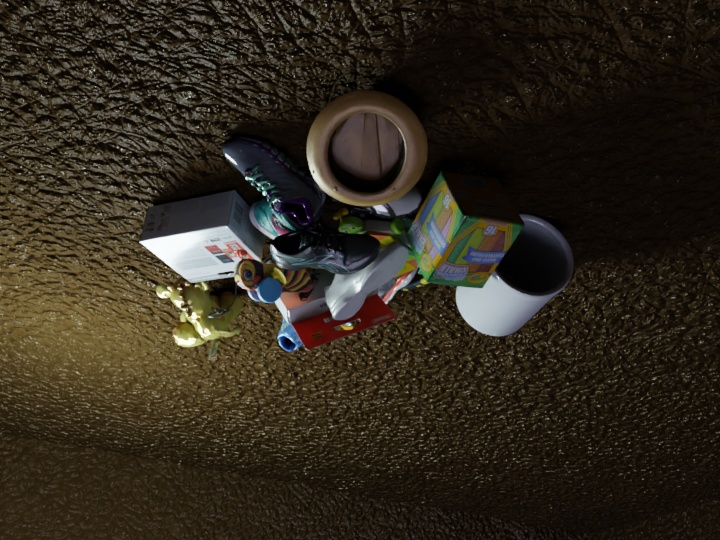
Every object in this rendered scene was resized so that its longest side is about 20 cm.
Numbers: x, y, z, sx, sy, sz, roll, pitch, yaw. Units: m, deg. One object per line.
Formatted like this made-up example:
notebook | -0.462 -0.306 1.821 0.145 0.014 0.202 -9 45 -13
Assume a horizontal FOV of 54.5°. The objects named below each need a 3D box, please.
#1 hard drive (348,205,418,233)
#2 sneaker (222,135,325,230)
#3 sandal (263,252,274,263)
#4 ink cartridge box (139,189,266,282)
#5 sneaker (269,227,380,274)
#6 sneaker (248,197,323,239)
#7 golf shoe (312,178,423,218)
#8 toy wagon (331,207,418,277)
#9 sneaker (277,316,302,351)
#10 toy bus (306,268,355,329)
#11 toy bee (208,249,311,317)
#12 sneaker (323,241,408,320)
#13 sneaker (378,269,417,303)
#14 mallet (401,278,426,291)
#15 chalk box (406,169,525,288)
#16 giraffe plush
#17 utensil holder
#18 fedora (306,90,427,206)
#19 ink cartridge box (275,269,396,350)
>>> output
hard drive | 0.072 -0.077 1.336 0.198 0.038 0.140 9 148 -6
sneaker | -0.149 -0.149 1.183 0.199 0.088 0.074 30 137 -19
sandal | -0.177 0.007 1.444 0.054 0.082 0.200 -29 175 -25
ink cartridge box | -0.294 -0.061 1.370 0.199 0.084 0.176 -8 149 20
sneaker | -0.064 -0.036 1.230 0.198 0.076 0.079 -5 159 7
sneaker | -0.097 -0.086 1.309 0.199 0.084 0.120 28 152 -30
golf shoe | 0.021 -0.149 1.189 0.199 0.078 0.095 11 148 -13
toy wagon | 0.023 -0.050 1.314 0.155 0.040 0.200 -24 138 38
sneaker | -0.148 0.110 1.478 0.076 0.105 0.200 42 168 -16
toy bus | -0.076 0.064 1.559 0.078 0.065 0.200 -8 146 22
toy bee | -0.186 0.009 1.302 0.130 0.110 0.199 -3 -169 38
sneaker | 0.000 0.000 1.299 0.200 0.089 0.075 -43 148 23
sneaker | 0.048 0.012 1.473 0.082 0.077 0.200 35 137 -8
mallet | 0.127 0.019 1.449 0.066 0.041 0.200 18 163 -28
chalk box | 0.167 -0.053 1.212 0.124 0.124 0.201 4 133 -24
giraffe plush | -0.362 0.073 1.546 0.172 0.200 0.163 -28 119 -4
utensil holder | 0.287 0.017 1.336 0.169 0.171 0.200 9 150 -6
fedora | 0.010 -0.197 1.085 0.199 0.082 0.202 1 130 1
ink cartridge box | -0.053 0.060 1.378 0.199 0.174 0.044 -18 128 -20
